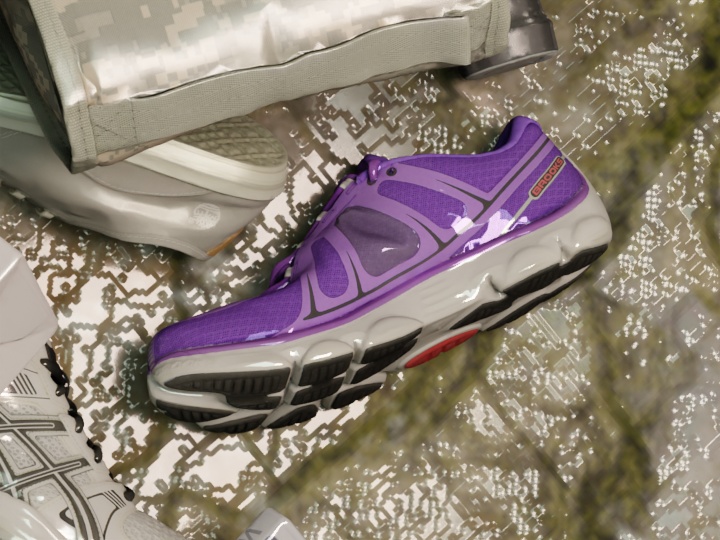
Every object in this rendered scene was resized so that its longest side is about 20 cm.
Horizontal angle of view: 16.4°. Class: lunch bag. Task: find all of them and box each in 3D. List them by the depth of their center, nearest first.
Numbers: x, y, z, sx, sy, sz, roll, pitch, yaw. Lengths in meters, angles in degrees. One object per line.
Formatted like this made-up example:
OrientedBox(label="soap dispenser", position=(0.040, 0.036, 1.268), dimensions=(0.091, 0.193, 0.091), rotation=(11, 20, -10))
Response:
OrientedBox(label="lunch bag", position=(-0.053, -0.122, 0.896), dimensions=(0.163, 0.200, 0.118), rotation=(-16, 128, -14))

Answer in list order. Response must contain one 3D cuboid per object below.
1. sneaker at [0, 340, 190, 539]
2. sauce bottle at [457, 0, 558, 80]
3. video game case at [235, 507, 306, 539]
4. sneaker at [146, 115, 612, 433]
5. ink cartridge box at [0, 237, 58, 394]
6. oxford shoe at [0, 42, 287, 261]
OrientedBox(label="sneaker", position=(-0.127, 0.060, 0.931), dimensions=(0.199, 0.076, 0.088), rotation=(33, 78, -10))
OrientedBox(label="sauce bottle", position=(0.032, -0.177, 0.999), dimensions=(0.064, 0.065, 0.201), rotation=(-15, 88, -15))
OrientedBox(label="video game case", position=(-0.061, 0.206, 0.933), dimensions=(0.200, 0.018, 0.143), rotation=(-47, 123, -14))
OrientedBox(label="sneaker", position=(0.000, 0.000, 0.982), dimensions=(0.199, 0.081, 0.084), rotation=(-24, 75, -22))
OrientedBox(label="ink cartridge box", position=(-0.220, -0.006, 0.880), dimensions=(0.200, 0.068, 0.117), rotation=(35, 75, 19))
OrientedBox(label="oxford shoe", position=(-0.127, -0.053, 0.951), dimensions=(0.199, 0.075, 0.058), rotation=(20, 116, -10))
